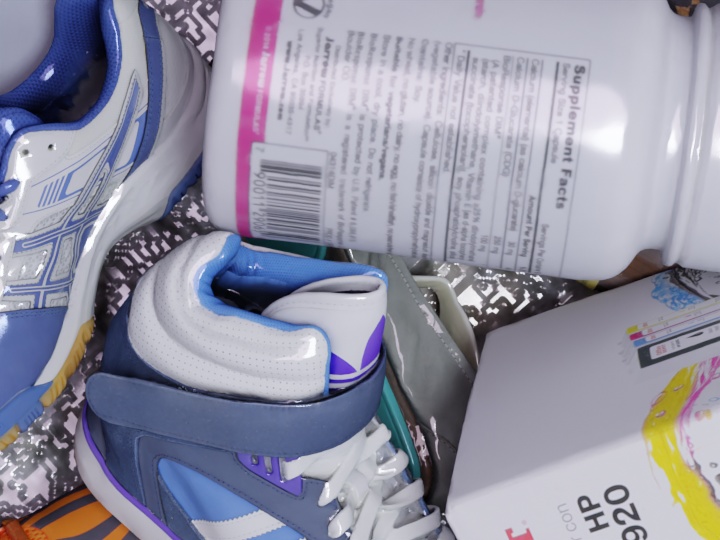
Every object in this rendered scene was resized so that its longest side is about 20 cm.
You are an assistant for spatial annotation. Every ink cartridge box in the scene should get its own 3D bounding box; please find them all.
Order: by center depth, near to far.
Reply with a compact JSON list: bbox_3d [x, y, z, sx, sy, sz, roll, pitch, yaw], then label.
[{"bbox_3d":[0.153,0.082,0.923,0.199,0.145,0.148,-21,108,17],"label":"ink cartridge box"}]

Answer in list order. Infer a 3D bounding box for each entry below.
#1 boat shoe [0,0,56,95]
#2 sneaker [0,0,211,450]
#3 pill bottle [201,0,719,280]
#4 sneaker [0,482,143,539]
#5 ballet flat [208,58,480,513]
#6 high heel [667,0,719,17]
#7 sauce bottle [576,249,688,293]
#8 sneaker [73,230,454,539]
[{"bbox_3d":[-0.134,-0.122,1.000,0.071,0.070,0.200,18,113,-20],"label":"boat shoe"},{"bbox_3d":[-0.133,-0.019,0.948,0.075,0.088,0.200,14,65,38],"label":"sneaker"},{"bbox_3d":[0.049,-0.057,0.920,0.199,0.113,0.114,8,89,2],"label":"pill bottle"},{"bbox_3d":[-0.155,0.126,0.963,0.200,0.112,0.078,-40,47,-8],"label":"sneaker"},{"bbox_3d":[0.000,0.000,1.014,0.064,0.067,0.201,-22,83,-32],"label":"ballet flat"},{"bbox_3d":[0.061,-0.114,0.987,0.200,0.071,0.143,-21,85,-27],"label":"high heel"},{"bbox_3d":[0.100,-0.022,1.005,0.200,0.065,0.065,32,88,3],"label":"sauce bottle"},{"bbox_3d":[-0.007,0.071,0.928,0.200,0.147,0.081,38,44,5],"label":"sneaker"}]
